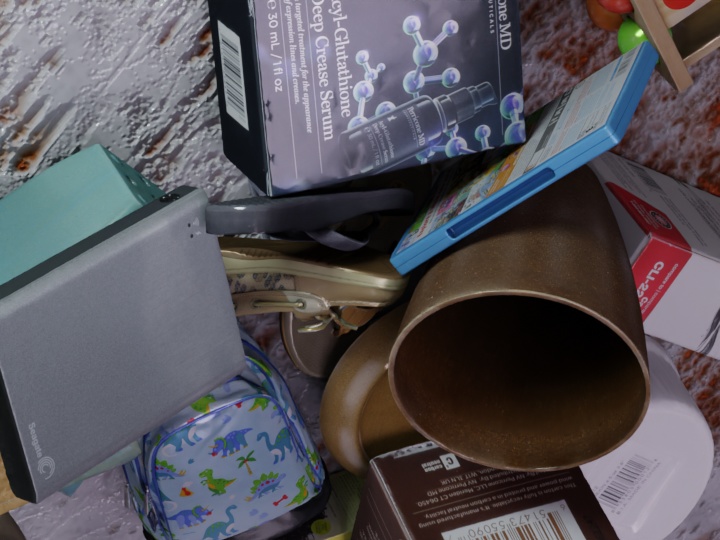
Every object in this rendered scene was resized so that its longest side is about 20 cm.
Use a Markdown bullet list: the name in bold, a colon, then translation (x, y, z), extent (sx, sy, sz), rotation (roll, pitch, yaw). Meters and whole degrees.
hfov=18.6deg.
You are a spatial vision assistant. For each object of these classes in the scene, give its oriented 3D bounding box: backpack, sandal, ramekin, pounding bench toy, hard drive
- **backpack**: translation (-0.115, 0.127, 1.694), extent (0.162, 0.154, 0.201), rotation (-18, 117, -5)
- **sandal**: translation (-0.037, -0.033, 1.542), extent (0.199, 0.076, 0.043), rotation (-10, 99, -50)
- **ramekin**: translation (0.207, 0.158, 1.888), extent (0.199, 0.098, 0.202), rotation (-13, 128, -17)
- **pounding bench toy**: translation (0.250, -0.210, 1.626), extent (0.156, 0.124, 0.200), rotation (-35, 131, 1)
- **sandal**: translation (0.000, 0.000, 1.655), extent (0.080, 0.054, 0.201), rotation (13, 116, -33)
- **hard drive**: translation (-0.167, 0.046, 1.462), extent (0.200, 0.033, 0.141), rotation (-32, 121, -39)

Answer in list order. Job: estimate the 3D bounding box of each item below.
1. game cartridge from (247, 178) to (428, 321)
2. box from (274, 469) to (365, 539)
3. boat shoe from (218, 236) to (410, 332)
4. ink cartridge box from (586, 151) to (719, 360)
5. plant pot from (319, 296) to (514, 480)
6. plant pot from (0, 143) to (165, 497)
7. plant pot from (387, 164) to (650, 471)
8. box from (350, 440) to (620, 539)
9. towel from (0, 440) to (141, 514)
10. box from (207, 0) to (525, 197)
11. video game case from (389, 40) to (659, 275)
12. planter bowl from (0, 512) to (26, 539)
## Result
- **game cartridge**: translation (-0.010, -0.040, 1.681), extent (0.132, 0.041, 0.201), rotation (-25, 131, -13)
- **box**: translation (-0.023, 0.212, 1.830), extent (0.199, 0.075, 0.050), rotation (-17, 131, -16)
- **boat shoe**: translation (-0.056, 0.013, 1.609), extent (0.073, 0.199, 0.063), rotation (-20, 113, -61)
- **ink cartridge box**: translation (0.250, -0.010, 1.757), extent (0.199, 0.145, 0.084), rotation (18, 115, -34)
- **plant pot**: translation (0.064, 0.099, 1.726), extent (0.199, 0.028, 0.201), rotation (-14, 132, -16)
- **plant pot**: translation (-0.209, 0.023, 1.562), extent (0.200, 0.141, 0.141), rotation (-47, 130, 8)
- **plant pot**: translation (0.125, 0.010, 1.608), extent (0.185, 0.201, 0.188), rotation (6, 136, 6)
- **box**: translation (0.094, 0.250, 1.744), extent (0.165, 0.165, 0.201), rotation (-12, 143, -22)
- **towel**: translation (-0.257, 0.107, 1.487), extent (0.199, 0.022, 0.147), rotation (-23, 125, -15)
- **box**: translation (0.004, -0.153, 1.539), extent (0.199, 0.107, 0.150), rotation (-13, 114, -18)
- **video game case**: translation (0.117, -0.080, 1.557), extent (0.199, 0.143, 0.018), rotation (-32, 106, 32)
- **planter bowl**: translation (-0.343, 0.213, 1.618), extent (0.199, 0.135, 0.201), rotation (-18, 146, -13)
